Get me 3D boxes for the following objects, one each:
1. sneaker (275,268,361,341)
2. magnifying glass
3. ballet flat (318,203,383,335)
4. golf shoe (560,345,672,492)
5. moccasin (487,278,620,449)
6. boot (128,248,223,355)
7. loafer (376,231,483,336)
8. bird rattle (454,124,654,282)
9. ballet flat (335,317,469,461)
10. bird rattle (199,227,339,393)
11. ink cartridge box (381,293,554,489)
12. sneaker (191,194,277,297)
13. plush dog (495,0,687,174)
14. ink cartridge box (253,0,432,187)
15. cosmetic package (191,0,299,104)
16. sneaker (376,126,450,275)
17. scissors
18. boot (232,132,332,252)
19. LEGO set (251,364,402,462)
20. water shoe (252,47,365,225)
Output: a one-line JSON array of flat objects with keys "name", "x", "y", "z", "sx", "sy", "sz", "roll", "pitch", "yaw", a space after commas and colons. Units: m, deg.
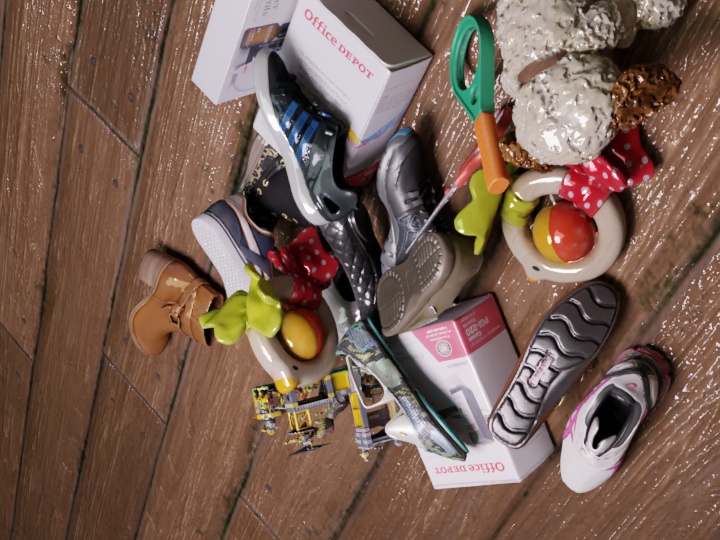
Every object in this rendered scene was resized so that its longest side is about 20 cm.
[{"name": "sneaker", "x": -0.051, "y": 0.029, "z": 1.257, "sx": 0.198, "sy": 0.075, "sz": 0.093, "roll": 29, "pitch": 111, "yaw": 30}, {"name": "magnifying glass", "x": 0.119, "y": -0.166, "z": 0.946, "sx": 0.080, "sy": 0.022, "sz": 0.203, "roll": 119, "pitch": 151, "yaw": -55}, {"name": "ballet flat", "x": 0.000, "y": 0.000, "z": 1.151, "sx": 0.056, "sy": 0.067, "sz": 0.203, "roll": -1, "pitch": 123, "yaw": 28}, {"name": "golf shoe", "x": 0.250, "y": 0.169, "z": 1.011, "sx": 0.072, "sy": 0.092, "sz": 0.202, "roll": 36, "pitch": 132, "yaw": 23}, {"name": "moccasin", "x": 0.208, "y": 0.098, "z": 1.015, "sx": 0.073, "sy": 0.078, "sz": 0.204, "roll": 29, "pitch": 105, "yaw": 15}, {"name": "boot", "x": -0.280, "y": 0.078, "z": 1.499, "sx": 0.154, "sy": 0.076, "sz": 0.203, "roll": 29, "pitch": 120, "yaw": 26}, {"name": "loafer", "x": 0.073, "y": 0.021, "z": 1.047, "sx": 0.200, "sy": 0.066, "sz": 0.077, "roll": 135, "pitch": 134, "yaw": -62}, {"name": "bird rattle", "x": 0.203, "y": -0.066, "z": 0.962, "sx": 0.197, "sy": 0.113, "sz": 0.165, "roll": -15, "pitch": 116, "yaw": 28}, {"name": "ballet flat", "x": 0.041, "y": 0.149, "z": 1.091, "sx": 0.201, "sy": 0.074, "sz": 0.075, "roll": 52, "pitch": 136, "yaw": 18}, {"name": "bird rattle", "x": -0.087, "y": 0.054, "z": 1.125, "sx": 0.112, "sy": 0.199, "sz": 0.165, "roll": -25, "pitch": 92, "yaw": 30}, {"name": "ink cartridge box", "x": 0.120, "y": 0.147, "z": 1.130, "sx": 0.145, "sy": 0.084, "sz": 0.203, "roll": -18, "pitch": 98, "yaw": 47}, {"name": "sneaker", "x": -0.136, "y": -0.003, "z": 1.221, "sx": 0.078, "sy": 0.079, "sz": 0.202, "roll": 8, "pitch": 131, "yaw": 43}, {"name": "plush dog", "x": 0.178, "y": -0.177, "z": 0.833, "sx": 0.199, "sy": 0.159, "sz": 0.175, "roll": -26, "pitch": 67, "yaw": 46}, {"name": "ink cartridge box", "x": -0.025, "y": -0.203, "z": 1.096, "sx": 0.148, "sy": 0.085, "sz": 0.201, "roll": 46, "pitch": 134, "yaw": 17}, {"name": "cosmetic package", "x": -0.096, "y": -0.292, "z": 1.073, "sx": 0.052, "sy": 0.150, "sz": 0.201, "roll": 43, "pitch": 134, "yaw": 16}, {"name": "sneaker", "x": 0.069, "y": -0.067, "z": 1.091, "sx": 0.081, "sy": 0.073, "sz": 0.203, "roll": 20, "pitch": 133, "yaw": 32}, {"name": "scissors", "x": 0.099, "y": -0.089, "z": 1.004, "sx": 0.014, "sy": 0.073, "sz": 0.201, "roll": 32, "pitch": 108, "yaw": -8}, {"name": "boot", "x": -0.088, "y": -0.076, "z": 1.232, "sx": 0.150, "sy": 0.073, "sz": 0.202, "roll": 40, "pitch": 129, "yaw": 21}, {"name": "LEGO set", "x": -0.036, "y": 0.187, "z": 1.205, "sx": 0.153, "sy": 0.197, "sz": 0.118, "roll": -15, "pitch": 86, "yaw": 55}, {"name": "water shoe", "x": -0.052, "y": -0.154, "z": 1.053, "sx": 0.078, "sy": 0.071, "sz": 0.203, "roll": -18, "pitch": 98, "yaw": 19}]
